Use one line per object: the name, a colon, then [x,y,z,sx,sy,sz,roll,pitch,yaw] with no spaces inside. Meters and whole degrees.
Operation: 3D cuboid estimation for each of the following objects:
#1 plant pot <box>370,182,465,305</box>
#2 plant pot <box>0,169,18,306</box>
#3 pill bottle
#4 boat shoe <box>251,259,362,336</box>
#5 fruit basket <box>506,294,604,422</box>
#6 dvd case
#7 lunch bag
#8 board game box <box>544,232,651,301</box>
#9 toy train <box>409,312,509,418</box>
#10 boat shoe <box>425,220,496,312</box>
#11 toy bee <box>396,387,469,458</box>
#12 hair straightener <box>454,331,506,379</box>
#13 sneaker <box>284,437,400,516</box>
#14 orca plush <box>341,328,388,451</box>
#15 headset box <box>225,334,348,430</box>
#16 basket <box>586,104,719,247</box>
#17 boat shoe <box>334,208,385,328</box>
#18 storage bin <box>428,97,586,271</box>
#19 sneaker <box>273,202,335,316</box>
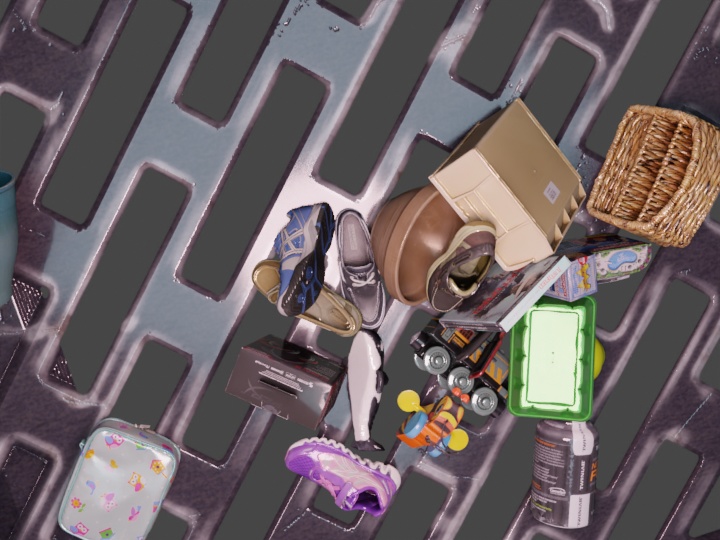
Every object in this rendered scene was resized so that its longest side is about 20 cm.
plant pot: [0.080,-0.053,1.284,0.092,0.200,0.202,25,95,31]
plant pot: [-0.605,-0.037,1.221,0.198,0.200,0.189,-4,112,-3]
pill bottle: [0.341,0.314,1.357,0.105,0.106,0.202,2,96,-4]
boat shoe: [-0.090,0.044,1.304,0.200,0.063,0.073,33,95,9]
fruit basket: [0.317,0.136,1.307,0.154,0.216,0.217,3,96,12]
dvd case: [0.212,0.035,1.228,0.146,0.200,0.022,-43,103,-15]
lunch bag: [-0.393,0.344,1.325,0.159,0.077,0.201,23,94,-5]
board game box: [0.341,-0.005,1.274,0.198,0.200,0.062,-9,100,-4]
toy train: [0.176,0.152,1.344,0.200,0.085,0.114,41,83,-7]
boat shoe: [0.147,0.009,1.218,0.071,0.201,0.066,11,51,-12]
toy bee: [0.131,0.242,1.302,0.131,0.200,0.109,46,73,-27]
hair straightener: [0.208,0.081,1.311,0.077,0.041,0.200,48,57,-8]
sneaker: [-0.031,0.344,1.334,0.199,0.089,0.081,21,126,-5]
orca plush: [0.028,0.194,1.341,0.071,0.105,0.202,-5,85,-37]
headset box: [-0.109,0.168,1.252,0.148,0.200,0.075,22,94,6]
basket: [0.476,-0.152,1.297,0.148,0.143,0.201,24,94,-7]
boat shoe: [0.000,0.000,1.318,0.071,0.068,0.202,-9,97,-3]
storage bin: [0.235,-0.132,1.250,0.199,0.200,0.094,50,133,-8]
sneaker: [-0.098,-0.016,1.279,0.076,0.076,0.201,2,56,22]
